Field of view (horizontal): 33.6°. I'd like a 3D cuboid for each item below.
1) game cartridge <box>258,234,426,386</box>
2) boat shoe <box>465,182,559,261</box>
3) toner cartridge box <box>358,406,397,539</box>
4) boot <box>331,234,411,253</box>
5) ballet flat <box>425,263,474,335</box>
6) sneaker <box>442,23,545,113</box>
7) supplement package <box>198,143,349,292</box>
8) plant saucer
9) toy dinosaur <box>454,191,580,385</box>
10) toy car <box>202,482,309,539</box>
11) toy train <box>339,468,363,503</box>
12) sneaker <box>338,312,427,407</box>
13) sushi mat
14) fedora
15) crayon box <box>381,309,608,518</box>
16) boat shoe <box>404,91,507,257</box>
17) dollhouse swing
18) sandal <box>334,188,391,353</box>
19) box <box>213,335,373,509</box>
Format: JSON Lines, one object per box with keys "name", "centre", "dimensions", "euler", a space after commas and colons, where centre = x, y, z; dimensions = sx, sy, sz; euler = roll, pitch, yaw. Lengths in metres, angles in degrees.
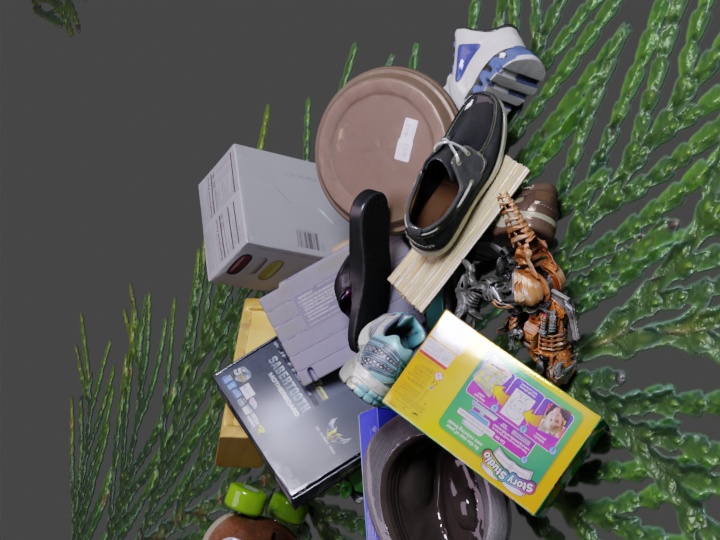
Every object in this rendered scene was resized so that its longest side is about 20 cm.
{"name": "game cartridge", "centre": [-0.013, 0.041, 1.472], "dimensions": [0.199, 0.038, 0.130], "euler": [-28, 84, 11]}
{"name": "boat shoe", "centre": [0.152, -0.060, 1.371], "dimensions": [0.202, 0.075, 0.075], "euler": [-6, 63, 50]}
{"name": "toner cartridge box", "centre": [0.053, 0.265, 1.399], "dimensions": [0.043, 0.095, 0.201], "euler": [-30, 57, 49]}
{"name": "boot", "centre": [0.058, 0.012, 1.507], "dimensions": [0.200, 0.072, 0.167], "euler": [-30, 73, 34]}
{"name": "ballet flat", "centre": [0.106, 0.079, 1.391], "dimensions": [0.068, 0.068, 0.201], "euler": [-4, 79, 58]}
{"name": "sneaker", "centre": [0.135, -0.223, 1.434], "dimensions": [0.199, 0.080, 0.116], "euler": [-43, 43, 35]}
{"name": "supplement package", "centre": [-0.104, -0.061, 1.628], "dimensions": [0.111, 0.199, 0.156], "euler": [-41, 50, 44]}
{"name": "plant saucer", "centre": [0.029, -0.142, 1.411], "dimensions": [0.199, 0.029, 0.201], "euler": [1, 92, 26]}
{"name": "toy dinosaur", "centre": [0.179, 0.019, 1.264], "dimensions": [0.135, 0.102, 0.201], "euler": [5, 94, 56]}
{"name": "toy car", "centre": [-0.101, 0.395, 1.564], "dimensions": [0.199, 0.157, 0.165], "euler": [18, 86, 45]}
{"name": "toy train", "centre": [-0.026, 0.221, 1.582], "dimensions": [0.056, 0.042, 0.200], "euler": [-51, 42, 22]}
{"name": "sneaker", "centre": [0.044, 0.084, 1.330], "dimensions": [0.086, 0.078, 0.200], "euler": [-48, 4, 18]}
{"name": "sushi mat", "centre": [0.108, -0.048, 1.341], "dimensions": [0.200, 0.012, 0.096], "euler": [-53, 34, 3]}
{"name": "fedora", "centre": [0.099, 0.252, 1.316], "dimensions": [0.177, 0.090, 0.201], "euler": [-42, 62, 28]}
{"name": "crayon box", "centre": [0.136, 0.146, 1.223], "dimensions": [0.200, 0.058, 0.119], "euler": [35, 89, 21]}
{"name": "boat shoe", "centre": [0.106, -0.115, 1.315], "dimensions": [0.072, 0.068, 0.201], "euler": [19, 74, 28]}
{"name": "dollhouse swing", "centre": [-0.093, 0.162, 1.630], "dimensions": [0.182, 0.175, 0.201], "euler": [109, 169, -62]}
{"name": "sandal", "centre": [0.001, -0.001, 1.406], "dimensions": [0.048, 0.075, 0.202], "euler": [16, 114, 32]}
{"name": "box", "centre": [-0.070, 0.176, 1.509], "dimensions": [0.200, 0.157, 0.051], "euler": [54, 165, 24]}
